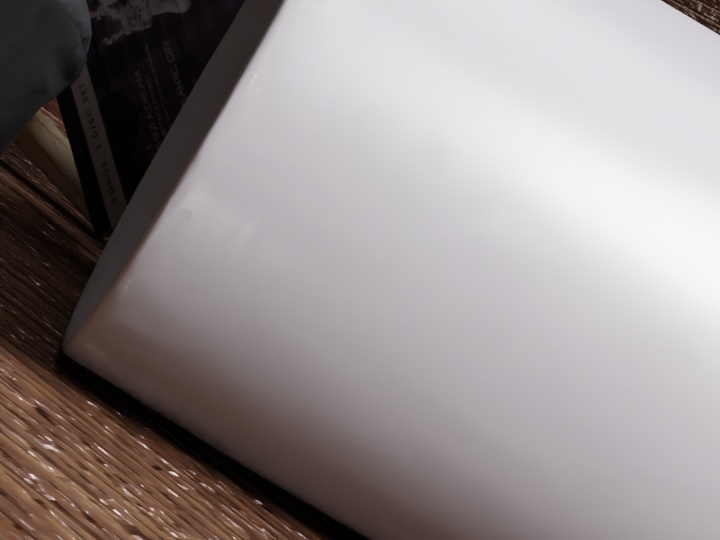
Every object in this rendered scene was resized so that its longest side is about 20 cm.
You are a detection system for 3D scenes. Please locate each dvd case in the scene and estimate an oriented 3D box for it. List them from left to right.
[{"bbox_3d":[-0.040,-0.115,0.734,0.016,0.200,0.149,-3,70,-46],"label":"dvd case"}]

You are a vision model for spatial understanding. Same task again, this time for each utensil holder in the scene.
[{"bbox_3d":[0.045,0.003,0.614,0.200,0.170,0.170,30,5,-8],"label":"utensil holder"}]

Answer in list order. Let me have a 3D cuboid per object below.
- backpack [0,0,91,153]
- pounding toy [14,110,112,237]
[{"bbox_3d":[-0.169,-0.118,0.563,0.200,0.127,0.167,55,10,29],"label":"backpack"},{"bbox_3d":[-0.164,-0.127,0.883,0.200,0.142,0.184,34,-10,-23],"label":"pounding toy"}]
